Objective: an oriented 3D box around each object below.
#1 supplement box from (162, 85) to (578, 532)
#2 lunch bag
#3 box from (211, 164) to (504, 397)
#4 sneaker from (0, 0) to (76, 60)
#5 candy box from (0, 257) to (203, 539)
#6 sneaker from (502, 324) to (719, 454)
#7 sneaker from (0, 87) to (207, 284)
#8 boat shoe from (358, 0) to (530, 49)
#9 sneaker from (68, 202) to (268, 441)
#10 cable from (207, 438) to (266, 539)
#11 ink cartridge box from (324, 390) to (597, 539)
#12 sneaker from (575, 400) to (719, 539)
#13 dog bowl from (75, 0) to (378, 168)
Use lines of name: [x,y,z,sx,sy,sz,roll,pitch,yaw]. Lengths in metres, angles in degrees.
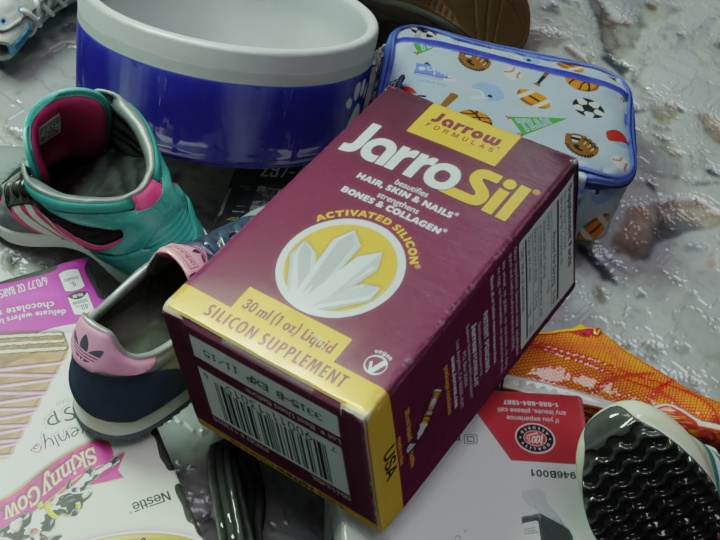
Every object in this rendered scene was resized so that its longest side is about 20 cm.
supplement box: [0.014,0.013,0.640,0.130,0.104,0.200,24,54,27]
lunch bag: [0.095,-0.105,0.858,0.198,0.076,0.161,14,44,-1]
box: [0.000,0.000,0.756,0.198,0.044,0.161,4,52,13]
sneaker: [-0.248,-0.197,0.880,0.198,0.075,0.087,-21,67,-14]
candy box: [-0.185,0.101,0.672,0.135,0.061,0.201,-17,60,-22]
sneaker: [0.157,0.071,0.745,0.198,0.073,0.078,18,57,3]
sneaker: [-0.186,-0.061,0.733,0.199,0.121,0.084,20,58,24]
boat shoe: [0.048,-0.215,0.916,0.199,0.064,0.072,16,80,-37]
sneaker: [-0.082,0.008,0.671,0.070,0.082,0.200,29,52,20]
cable: [-0.068,0.172,0.630,0.050,0.097,0.201,-33,52,13]
ink cartridge box: [0.054,0.170,0.649,0.143,0.084,0.201,4,54,-7]
sneaker: [0.173,0.124,0.665,0.070,0.200,0.094,-34,31,18]
dog bowl: [-0.091,-0.145,0.809,0.198,0.079,0.201,9,27,-5]
